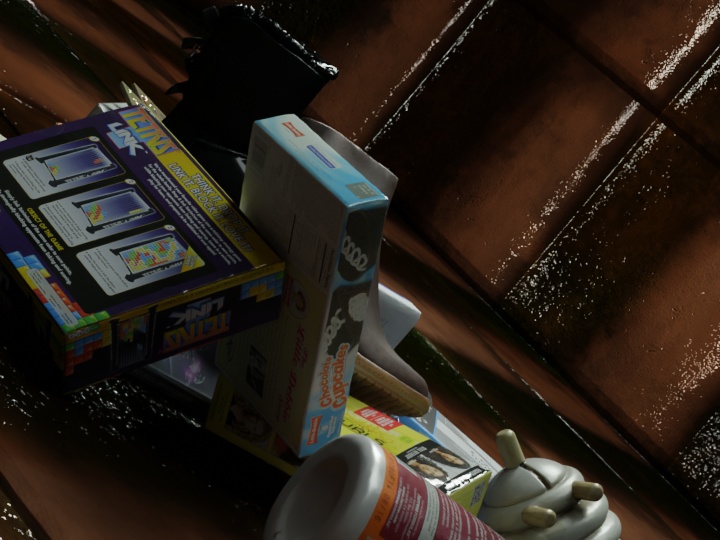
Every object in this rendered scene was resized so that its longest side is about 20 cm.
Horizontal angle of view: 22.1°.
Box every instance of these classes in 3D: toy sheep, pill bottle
[{"bbox_3d":[0.158,0.226,1.541,0.138,0.137,0.202,-76,149,-83],"label":"toy sheep"},{"bbox_3d":[0.041,0.201,1.181,0.200,0.110,0.110,38,7,-22],"label":"pill bottle"}]

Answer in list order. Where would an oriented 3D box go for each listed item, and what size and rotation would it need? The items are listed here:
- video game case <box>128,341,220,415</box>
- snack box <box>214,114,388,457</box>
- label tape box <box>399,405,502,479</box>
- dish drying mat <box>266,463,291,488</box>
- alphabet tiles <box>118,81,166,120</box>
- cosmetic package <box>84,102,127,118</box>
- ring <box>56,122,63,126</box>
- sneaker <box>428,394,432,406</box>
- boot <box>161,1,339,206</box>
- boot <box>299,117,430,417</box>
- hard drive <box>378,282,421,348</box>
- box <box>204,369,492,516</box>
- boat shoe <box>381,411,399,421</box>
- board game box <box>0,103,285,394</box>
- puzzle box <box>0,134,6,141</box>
[{"bbox_3d":[-0.155,0.024,1.360,0.200,0.019,0.144,36,34,-47],"label":"video game case"},{"bbox_3d":[-0.043,0.012,1.242,0.037,0.202,0.116,-12,39,-34],"label":"snack box"},{"bbox_3d":[0.065,0.179,1.651,0.144,0.063,0.200,41,6,-1],"label":"label tape box"},{"bbox_3d":[-0.033,0.171,1.350,0.077,0.018,0.200,42,4,-33],"label":"dish drying mat"},{"bbox_3d":[-0.153,-0.081,1.656,0.167,0.006,0.201,49,10,-46],"label":"alphabet tiles"},{"bbox_3d":[-0.214,-0.094,1.722,0.107,0.090,0.200,43,10,-2],"label":"cosmetic package"},{"bbox_3d":[-0.157,-0.048,1.428,0.200,0.019,0.200,36,3,-2],"label":"ring"},{"bbox_3d":[-0.020,0.088,1.788,0.200,0.076,0.080,45,-5,-7],"label":"sneaker"},{"bbox_3d":[-0.076,-0.101,1.449,0.198,0.163,0.073,37,4,16],"label":"boot"},{"bbox_3d":[0.000,0.000,1.391,0.199,0.167,0.072,35,-24,-22],"label":"boot"},{"bbox_3d":[-0.040,0.055,1.560,0.025,0.132,0.200,45,8,31],"label":"hard drive"},{"bbox_3d":[-0.010,0.128,1.319,0.199,0.051,0.075,26,22,25],"label":"box"},{"bbox_3d":[-0.006,0.128,1.469,0.072,0.072,0.200,42,-3,40],"label":"boat shoe"},{"bbox_3d":[-0.171,-0.021,1.234,0.164,0.057,0.200,-17,46,-30],"label":"board game box"},{"bbox_3d":[-0.222,-0.029,1.523,0.200,0.025,0.133,37,8,-35],"label":"puzzle box"}]
